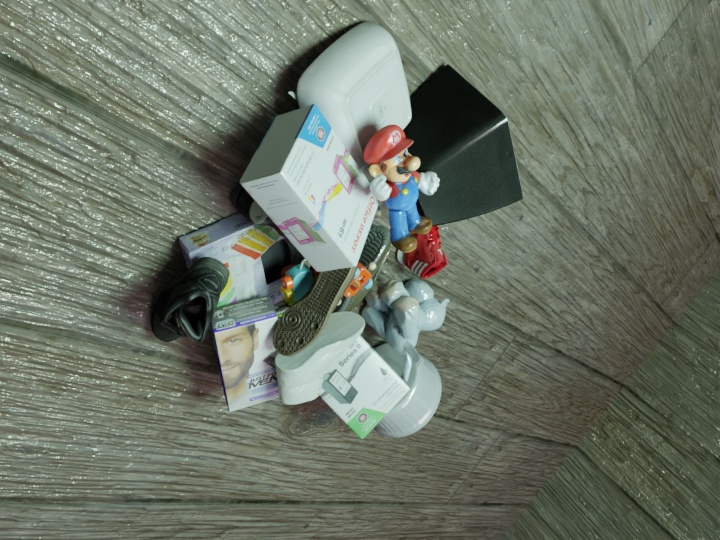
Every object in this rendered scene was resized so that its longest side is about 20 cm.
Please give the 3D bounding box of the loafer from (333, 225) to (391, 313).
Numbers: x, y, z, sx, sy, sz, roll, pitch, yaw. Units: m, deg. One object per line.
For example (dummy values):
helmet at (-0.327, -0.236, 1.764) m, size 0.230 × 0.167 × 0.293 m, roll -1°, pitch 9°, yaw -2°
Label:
loafer at (0.000, 0.000, 1.210) m, size 0.069 × 0.075 × 0.201 m, roll 8°, pitch 121°, yaw -56°

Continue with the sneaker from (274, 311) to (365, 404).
sneaker at (-0.075, 0.160, 1.110) m, size 0.199 × 0.073 × 0.117 m, roll -29°, pitch 141°, yaw -36°

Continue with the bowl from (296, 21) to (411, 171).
bowl at (0.007, -0.260, 0.963) m, size 0.200 × 0.074 × 0.201 m, roll -48°, pitch 141°, yaw -24°

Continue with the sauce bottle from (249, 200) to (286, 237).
sauce bottle at (-0.095, -0.077, 0.988) m, size 0.199 × 0.066 × 0.067 m, roll 7°, pitch 118°, yaw -54°

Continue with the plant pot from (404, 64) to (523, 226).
plant pot at (0.149, -0.201, 1.089) m, size 0.176 × 0.200 × 0.201 m, roll -31°, pitch 138°, yaw -2°

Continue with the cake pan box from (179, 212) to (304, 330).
cake pan box at (-0.190, -0.010, 1.047) m, size 0.198 × 0.052 × 0.186 m, roll -26°, pitch 137°, yaw -25°

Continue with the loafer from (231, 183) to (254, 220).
loafer at (-0.121, -0.161, 0.973) m, size 0.201 × 0.063 × 0.072 m, roll -50°, pitch 139°, yaw 1°

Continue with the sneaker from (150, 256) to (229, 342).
sneaker at (-0.281, 0.073, 0.950) m, size 0.076 × 0.115 × 0.199 m, roll 38°, pitch 127°, yaw -22°

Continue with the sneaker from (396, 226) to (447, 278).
sneaker at (0.149, -0.076, 1.233) m, size 0.078 × 0.115 × 0.202 m, roll -10°, pitch 128°, yaw -34°

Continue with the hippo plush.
hippo plush at (0.118, 0.085, 1.294) m, size 0.160 × 0.201 × 0.160 m, roll -24°, pitch 157°, yaw -34°

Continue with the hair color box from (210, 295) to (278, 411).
hair color box at (-0.195, 0.148, 1.070) m, size 0.108 × 0.065 × 0.202 m, roll -14°, pitch 130°, yaw -17°

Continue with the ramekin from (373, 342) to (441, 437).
ramekin at (0.074, 0.260, 1.380) m, size 0.200 × 0.200 × 0.098 m, roll -44°, pitch 133°, yaw -3°

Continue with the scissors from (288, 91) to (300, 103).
scissors at (-0.051, -0.233, 0.974) m, size 0.199 × 0.014 × 0.074 m, roll -7°, pitch 114°, yaw -55°

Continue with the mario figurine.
mario figurine at (0.070, -0.126, 0.938) m, size 0.104 × 0.124 × 0.202 m, roll -14°, pitch 126°, yaw 8°

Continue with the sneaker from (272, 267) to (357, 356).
sneaker at (-0.066, 0.059, 1.023) m, size 0.201 × 0.070 × 0.075 m, roll -53°, pitch 166°, yaw 4°

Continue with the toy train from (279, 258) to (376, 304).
toy train at (-0.065, 0.010, 1.092) m, size 0.151 × 0.056 × 0.200 m, roll -48°, pitch 145°, yaw 6°

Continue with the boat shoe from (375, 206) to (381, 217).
boat shoe at (-0.033, -0.133, 1.070) m, size 0.198 × 0.071 × 0.066 m, roll 10°, pitch 82°, yaw -46°

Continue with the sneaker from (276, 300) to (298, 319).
sneaker at (-0.157, 0.123, 1.156) m, size 0.199 × 0.081 × 0.074 m, roll -31°, pitch 137°, yaw -18°

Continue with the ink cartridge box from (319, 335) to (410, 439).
ink cartridge box at (-0.021, 0.216, 1.259) m, size 0.146 × 0.084 × 0.200 m, roll -45°, pitch 96°, yaw -4°

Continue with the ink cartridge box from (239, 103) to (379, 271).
ink cartridge box at (-0.065, -0.116, 0.909) m, size 0.200 × 0.084 × 0.146 m, roll 52°, pitch 45°, yaw -38°
